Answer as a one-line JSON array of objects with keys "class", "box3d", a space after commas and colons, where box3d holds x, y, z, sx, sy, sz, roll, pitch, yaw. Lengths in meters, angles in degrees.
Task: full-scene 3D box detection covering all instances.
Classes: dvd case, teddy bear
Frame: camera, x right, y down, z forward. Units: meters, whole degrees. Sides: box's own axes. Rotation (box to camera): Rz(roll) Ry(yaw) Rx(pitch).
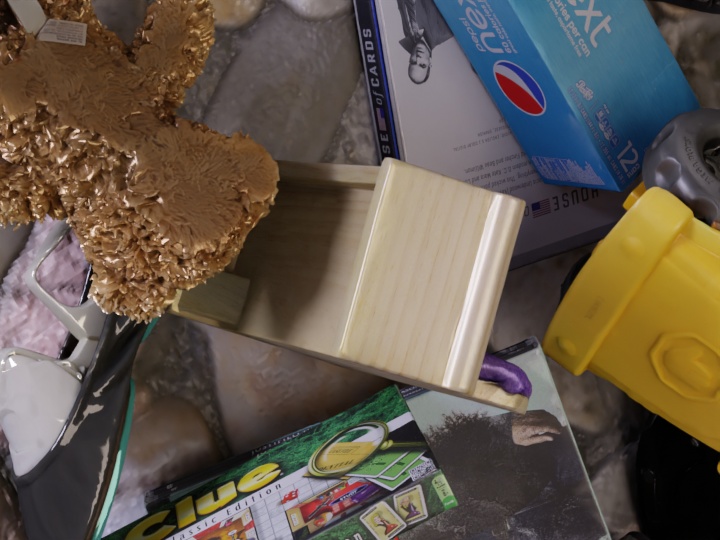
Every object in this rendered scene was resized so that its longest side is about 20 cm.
[{"class": "dvd case", "box3d": [0.070, -0.102, 0.976, 0.149, 0.025, 0.202, -17, 106, -30]}, {"class": "teddy bear", "box3d": [-0.126, -0.071, 0.810, 0.199, 0.067, 0.146, 28, 66, -5]}, {"class": "dvd case", "box3d": [0.016, 0.133, 0.916, 0.198, 0.022, 0.147, -21, 105, 2]}]

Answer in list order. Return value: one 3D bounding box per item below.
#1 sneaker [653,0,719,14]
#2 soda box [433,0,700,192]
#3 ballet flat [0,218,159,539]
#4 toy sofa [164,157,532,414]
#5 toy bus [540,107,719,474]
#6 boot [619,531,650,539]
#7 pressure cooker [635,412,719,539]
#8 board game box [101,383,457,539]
[{"class": "sneaker", "box3d": [0.168, -0.207, 0.993, 0.200, 0.077, 0.113, 42, 73, -29]}, {"class": "soda box", "box3d": [0.081, -0.136, 0.926, 0.068, 0.064, 0.201, -44, 117, -20]}, {"class": "ballet flat", "box3d": [-0.123, 0.032, 0.851, 0.068, 0.068, 0.202, 24, 73, -22]}, {"class": "toy sofa", "box3d": [0.000, 0.000, 0.841, 0.097, 0.200, 0.084, 17, 86, -26]}, {"class": "toy bus", "box3d": [0.215, 0.007, 0.932, 0.192, 0.136, 0.200, 39, 47, 12]}, {"class": "boot", "box3d": [0.103, 0.166, 1.014, 0.131, 0.070, 0.202, -26, 120, -30]}, {"class": "pressure cooker", "box3d": [0.272, 0.108, 1.040, 0.199, 0.178, 0.178, -23, 105, -27]}, {"class": "board game box", "box3d": [-0.059, 0.119, 0.833, 0.199, 0.105, 0.024, -28, 107, -1]}]
